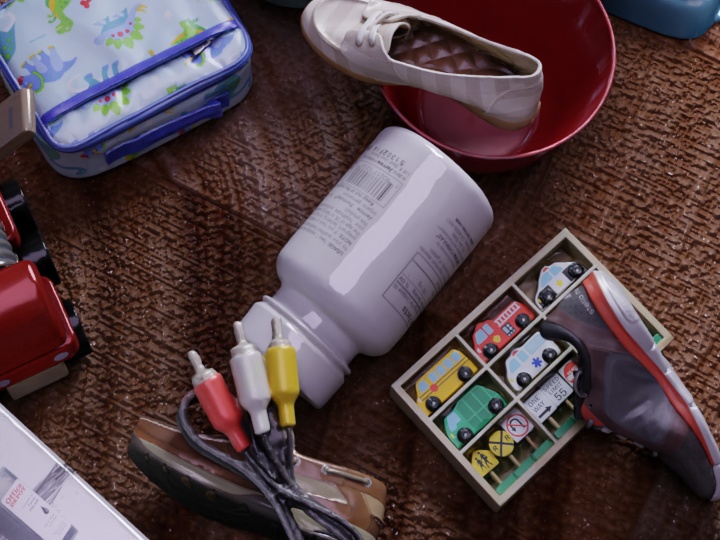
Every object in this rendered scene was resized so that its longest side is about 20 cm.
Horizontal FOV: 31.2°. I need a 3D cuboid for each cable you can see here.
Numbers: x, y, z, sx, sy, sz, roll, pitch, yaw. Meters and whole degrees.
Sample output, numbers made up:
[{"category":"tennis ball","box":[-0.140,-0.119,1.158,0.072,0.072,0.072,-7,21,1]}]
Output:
[{"category":"cable","box":[-0.063,0.136,0.888,0.096,0.050,0.202,-22,73,-9]}]

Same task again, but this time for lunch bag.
[{"category":"lunch bag","box":[-0.196,-0.179,1.074,0.198,0.083,0.162,-27,74,-12]}]

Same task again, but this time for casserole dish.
[{"category":"casserole dish","box":[0.250,-0.288,1.164,0.198,0.039,0.122,25,69,6]}]

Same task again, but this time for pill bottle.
[{"category":"pill bottle","box":[0.000,0.000,0.984,0.114,0.114,0.201,38,81,13]}]

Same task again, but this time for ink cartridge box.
[{"category":"ink cartridge box","box":[-0.207,0.188,0.882,0.199,0.146,0.085,40,72,14]}]

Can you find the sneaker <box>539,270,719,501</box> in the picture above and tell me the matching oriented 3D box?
[{"category":"sneaker","box":[0.202,0.098,0.969,0.081,0.077,0.201,-33,99,9]}]

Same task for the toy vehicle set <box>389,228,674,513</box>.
[{"category":"toy vehicle set","box":[0.134,0.075,1.011,0.199,0.027,0.124,-40,75,-17]}]

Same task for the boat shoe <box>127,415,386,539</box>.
[{"category":"boat shoe","box":[-0.072,0.152,0.950,0.198,0.076,0.075,25,62,-2]}]

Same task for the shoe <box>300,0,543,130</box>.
[{"category":"shoe","box":[0.048,-0.170,0.979,0.198,0.054,0.071,22,68,6]}]

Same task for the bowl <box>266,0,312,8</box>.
[{"category":"bowl","box":[-0.052,-0.311,1.121,0.197,0.105,0.204,1,67,-2]}]

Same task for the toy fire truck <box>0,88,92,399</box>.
[{"category":"toy fire truck","box":[-0.264,-0.023,0.938,0.127,0.201,0.178,-24,70,-12]}]

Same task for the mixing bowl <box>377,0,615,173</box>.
[{"category":"mixing bowl","box":[0.103,-0.157,1.063,0.197,0.109,0.203,1,67,-1]}]
